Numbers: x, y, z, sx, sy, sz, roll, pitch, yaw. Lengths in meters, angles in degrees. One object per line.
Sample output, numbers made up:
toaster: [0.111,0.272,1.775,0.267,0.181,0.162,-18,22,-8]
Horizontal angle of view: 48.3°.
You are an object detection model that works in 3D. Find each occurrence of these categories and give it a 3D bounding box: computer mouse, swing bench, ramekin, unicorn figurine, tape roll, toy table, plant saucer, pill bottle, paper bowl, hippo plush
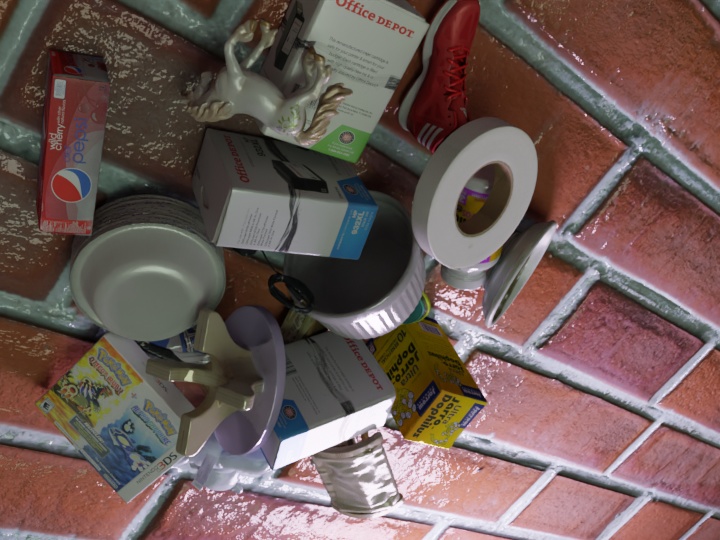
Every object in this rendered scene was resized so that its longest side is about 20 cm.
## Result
computer mouse: [-0.132,-0.019,1.070,0.058,0.201,0.034,-32,170,-33]
swing bench: [-0.032,0.288,1.336,0.128,0.201,0.201,-23,133,-7]
ramekin: [0.000,0.000,1.129,0.198,0.202,0.105,-33,143,2]
unicorn figurine: [-0.119,-0.207,0.904,0.139,0.198,0.074,-60,170,21]
tape roll: [0.152,-0.099,1.060,0.200,0.037,0.206,-24,133,-29]
toy table: [-0.181,0.148,1.057,0.116,0.181,0.205,4,86,-56]
plant saucer: [0.245,-0.004,1.305,0.201,0.050,0.201,-51,164,-21]
pill bottle: [0.171,-0.072,1.213,0.102,0.105,0.203,-9,129,-19]
paper bowl: [-0.273,0.010,1.042,0.196,0.105,0.203,-8,132,-9]
hippo plush: [-0.200,0.297,1.279,0.201,0.157,0.162,-55,162,-37]

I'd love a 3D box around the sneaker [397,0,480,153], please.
sneaker: [0.127,-0.244,1.039,0.077,0.116,0.202,-8,134,-33]

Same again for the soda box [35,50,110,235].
soda box: [-0.335,-0.143,0.929,0.062,0.070,0.203,1,125,-27]

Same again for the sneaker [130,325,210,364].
sneaker: [-0.252,0.095,1.175,0.197,0.075,0.078,18,92,-33]

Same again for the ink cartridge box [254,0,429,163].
ink cartridge box: [-0.030,-0.252,0.982,0.143,0.085,0.202,12,121,-33]

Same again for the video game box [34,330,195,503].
video game box: [-0.335,0.206,1.132,0.182,0.047,0.201,-40,96,23]

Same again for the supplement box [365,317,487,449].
supplement box: [0.098,0.172,1.308,0.108,0.201,0.110,19,117,-36]

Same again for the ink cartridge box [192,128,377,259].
ink cartridge box: [-0.098,-0.096,1.022,0.197,0.146,0.085,5,125,-29]

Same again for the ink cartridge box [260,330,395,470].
ink cartridge box: [-0.069,0.182,1.184,0.197,0.146,0.085,-15,142,-30]

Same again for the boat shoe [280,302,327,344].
boat shoe: [-0.100,0.100,1.257,0.073,0.063,0.201,-5,136,-56]

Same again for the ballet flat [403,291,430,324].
ballet flat: [0.057,0.051,1.234,0.067,0.067,0.199,-35,-177,-34]
